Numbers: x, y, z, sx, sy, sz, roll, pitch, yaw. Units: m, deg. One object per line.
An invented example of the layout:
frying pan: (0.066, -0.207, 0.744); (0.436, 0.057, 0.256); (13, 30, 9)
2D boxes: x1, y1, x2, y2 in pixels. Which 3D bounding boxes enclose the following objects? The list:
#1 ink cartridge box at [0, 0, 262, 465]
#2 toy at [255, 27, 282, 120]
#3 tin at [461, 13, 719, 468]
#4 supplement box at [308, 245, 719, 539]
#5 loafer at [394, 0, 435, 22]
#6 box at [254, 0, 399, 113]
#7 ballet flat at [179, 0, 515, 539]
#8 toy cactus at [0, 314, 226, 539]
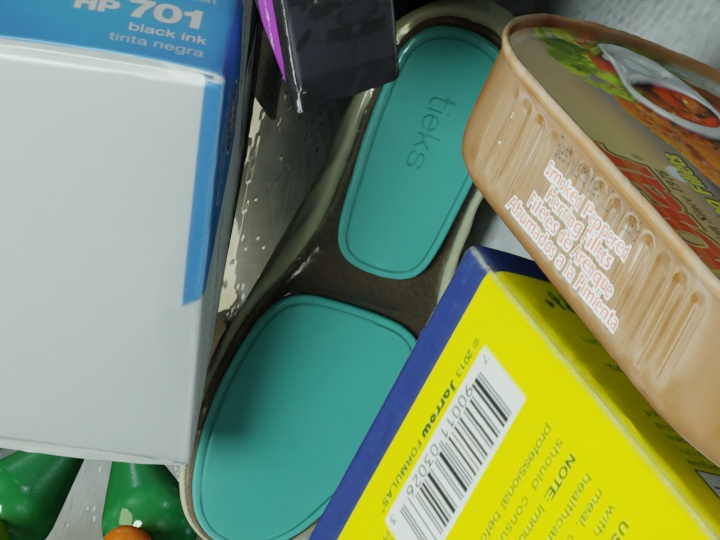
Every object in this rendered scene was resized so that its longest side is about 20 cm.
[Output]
ink cartridge box: (-0.078, -0.060, 0.726); (0.200, 0.085, 0.147); (-82, 0, -53)
toy: (-0.019, -0.171, 0.834); (0.115, 0.047, 0.201); (-123, 36, -54)
tin: (0.094, 0.000, 0.530); (0.042, 0.112, 0.200); (-61, 33, 20)
supplement box: (0.080, 0.098, 0.507); (0.110, 0.109, 0.200); (-62, 33, 18)
loafer: (0.005, -0.123, 0.695); (0.068, 0.070, 0.201); (-49, -4, -15)
box: (-0.039, -0.163, 0.607); (0.143, 0.036, 0.201); (81, 168, -63)
ballet flat: (0.000, 0.000, 0.739); (0.201, 0.069, 0.070); (-61, 33, 16)
toy cactus: (-0.106, 0.078, 0.823); (0.200, 0.102, 0.165); (20, 57, 39)
